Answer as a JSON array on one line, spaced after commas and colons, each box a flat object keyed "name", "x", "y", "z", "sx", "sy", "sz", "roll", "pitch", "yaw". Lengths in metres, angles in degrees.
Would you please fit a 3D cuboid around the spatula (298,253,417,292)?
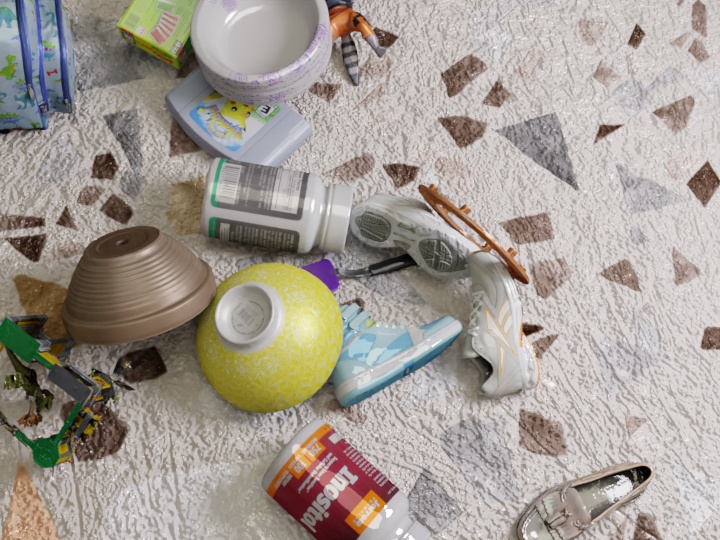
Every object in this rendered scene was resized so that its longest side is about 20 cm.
[{"name": "spatula", "x": 0.000, "y": 0.000, "z": 1.383, "sx": 0.198, "sy": 0.021, "sz": 0.057, "roll": -12, "pitch": 59, "yaw": -19}]

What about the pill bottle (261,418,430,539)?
[{"name": "pill bottle", "x": -0.015, "y": 0.285, "z": 1.201, "sx": 0.200, "sy": 0.113, "sz": 0.113, "roll": 39, "pitch": 67, "yaw": 11}]

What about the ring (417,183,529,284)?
[{"name": "ring", "x": 0.157, "y": -0.053, "z": 1.336, "sx": 0.200, "sy": 0.200, "sz": 0.019, "roll": 41, "pitch": 89, "yaw": 12}]

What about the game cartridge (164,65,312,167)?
[{"name": "game cartridge", "x": -0.187, "y": -0.226, "z": 1.459, "sx": 0.200, "sy": 0.041, "sz": 0.133, "roll": 39, "pitch": 70, "yaw": 11}]

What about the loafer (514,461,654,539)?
[{"name": "loafer", "x": 0.288, "y": 0.295, "z": 1.263, "sx": 0.199, "sy": 0.063, "sz": 0.072, "roll": -23, "pitch": 71, "yaw": -17}]

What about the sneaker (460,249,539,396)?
[{"name": "sneaker", "x": 0.170, "y": 0.074, "z": 1.318, "sx": 0.091, "sy": 0.076, "sz": 0.202, "roll": -17, "pitch": 89, "yaw": -12}]

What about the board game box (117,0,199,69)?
[{"name": "board game box", "x": -0.269, "y": -0.417, "z": 1.482, "sx": 0.101, "sy": 0.048, "sz": 0.201, "roll": 28, "pitch": 79, "yaw": 1}]

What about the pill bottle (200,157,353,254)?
[{"name": "pill bottle", "x": -0.114, "y": -0.085, "z": 1.360, "sx": 0.198, "sy": 0.113, "sz": 0.114, "roll": 10, "pitch": 64, "yaw": -3}]

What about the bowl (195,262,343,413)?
[{"name": "bowl", "x": -0.130, "y": 0.071, "z": 1.255, "sx": 0.198, "sy": 0.108, "sz": 0.202, "roll": -6, "pitch": 67, "yaw": 13}]

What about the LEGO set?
[{"name": "LEGO set", "x": -0.394, "y": 0.146, "z": 1.240, "sx": 0.199, "sy": 0.116, "sz": 0.155, "roll": 27, "pitch": 94, "yaw": 10}]

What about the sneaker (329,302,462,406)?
[{"name": "sneaker", "x": 0.031, "y": 0.081, "z": 1.321, "sx": 0.199, "sy": 0.080, "sz": 0.131, "roll": -27, "pitch": 73, "yaw": -19}]

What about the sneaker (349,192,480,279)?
[{"name": "sneaker", "x": 0.090, "y": -0.062, "z": 1.391, "sx": 0.199, "sy": 0.078, "sz": 0.100, "roll": 27, "pitch": 39, "yaw": 5}]

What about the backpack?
[{"name": "backpack", "x": -0.476, "y": -0.313, "z": 1.370, "sx": 0.145, "sy": 0.200, "sz": 0.185, "roll": -9, "pitch": 66, "yaw": -11}]

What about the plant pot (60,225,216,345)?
[{"name": "plant pot", "x": -0.288, "y": 0.005, "z": 1.246, "sx": 0.199, "sy": 0.094, "sz": 0.201, "roll": -9, "pitch": 26, "yaw": 4}]

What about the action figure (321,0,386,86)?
[{"name": "action figure", "x": -0.059, "y": -0.381, "z": 1.535, "sx": 0.198, "sy": 0.105, "sz": 0.195, "roll": -22, "pitch": 60, "yaw": 16}]

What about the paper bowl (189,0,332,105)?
[{"name": "paper bowl", "x": -0.140, "y": -0.331, "z": 1.426, "sx": 0.198, "sy": 0.105, "sz": 0.203, "roll": -2, "pitch": 69, "yaw": 4}]
